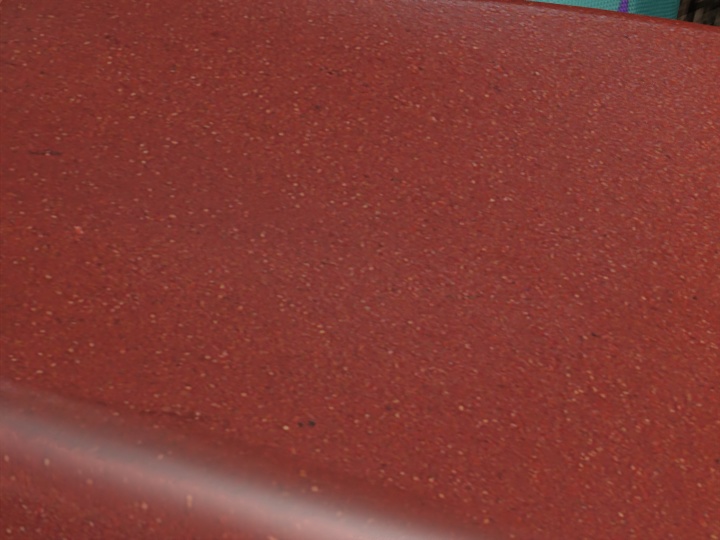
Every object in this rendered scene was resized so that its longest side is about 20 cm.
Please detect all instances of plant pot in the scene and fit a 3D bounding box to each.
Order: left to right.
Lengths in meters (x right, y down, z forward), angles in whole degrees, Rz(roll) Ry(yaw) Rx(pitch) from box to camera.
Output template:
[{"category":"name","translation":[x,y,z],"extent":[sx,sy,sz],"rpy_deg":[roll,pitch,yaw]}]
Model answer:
[{"category":"plant pot","translation":[-0.015,0.057,0.560],"extent":[0.200,0.176,0.200],"rpy_deg":[-84,16,-55]}]

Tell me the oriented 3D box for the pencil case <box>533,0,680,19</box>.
[{"category":"pencil case","translation":[0.029,-0.043,0.723],"extent":[0.092,0.085,0.200],"rpy_deg":[-2,62,28]}]
